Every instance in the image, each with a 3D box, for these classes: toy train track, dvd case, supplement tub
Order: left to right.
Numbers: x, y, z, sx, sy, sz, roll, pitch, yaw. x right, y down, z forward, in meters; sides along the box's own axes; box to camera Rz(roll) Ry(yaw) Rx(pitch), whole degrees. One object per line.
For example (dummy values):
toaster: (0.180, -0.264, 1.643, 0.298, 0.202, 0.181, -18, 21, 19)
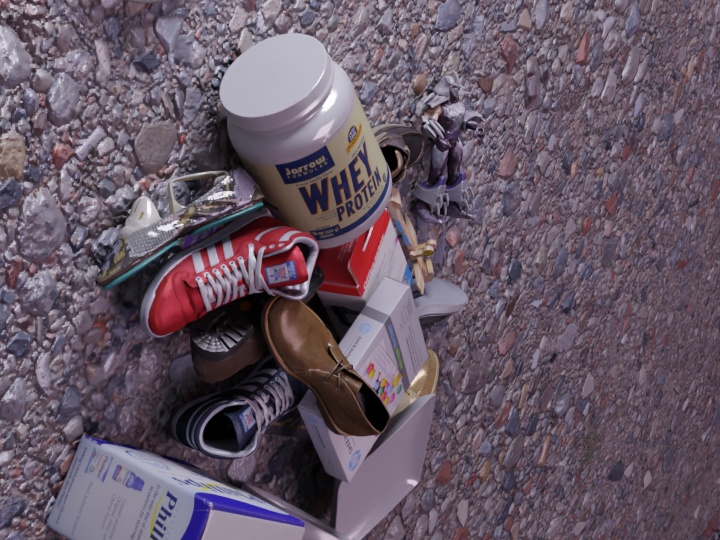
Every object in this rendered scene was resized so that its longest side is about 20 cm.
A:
supplement tub: (-0.059, -0.138, 1.331, 0.146, 0.144, 0.201, -53, 141, -23)
dvd case: (-0.068, 0.136, 1.538, 0.151, 0.016, 0.200, -69, 159, -2)
toy train track: (0.072, -0.047, 1.601, 0.201, 0.032, 0.116, 59, 18, -55)

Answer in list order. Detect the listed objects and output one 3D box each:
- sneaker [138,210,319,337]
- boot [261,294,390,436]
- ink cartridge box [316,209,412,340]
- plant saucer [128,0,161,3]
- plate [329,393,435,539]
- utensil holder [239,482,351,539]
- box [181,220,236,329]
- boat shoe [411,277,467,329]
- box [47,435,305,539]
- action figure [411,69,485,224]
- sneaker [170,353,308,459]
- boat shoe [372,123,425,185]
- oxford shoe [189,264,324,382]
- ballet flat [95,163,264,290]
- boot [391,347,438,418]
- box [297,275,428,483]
sneaker: (-0.128, 0.011, 1.268, 0.200, 0.111, 0.072, -41, 134, -33)
boot: (-0.032, 0.102, 1.330, 0.074, 0.075, 0.201, -49, 120, -26)
ink cartridge box: (0.000, 0.000, 1.519, 0.201, 0.066, 0.117, 66, 37, -53)
plant saucer: (-0.181, -0.347, 1.140, 0.199, 0.050, 0.203, -30, 129, -44)
plate: (0.020, 0.275, 1.645, 0.199, 0.032, 0.201, -38, 150, -35)
utensil holder: (-0.115, 0.389, 1.501, 0.170, 0.168, 0.202, 38, 78, -55)
box: (-0.132, 0.010, 1.397, 0.199, 0.039, 0.139, 19, 90, -57)
boat shoe: (0.075, 0.054, 1.703, 0.199, 0.069, 0.057, -10, 134, -51)
box: (-0.191, 0.268, 1.299, 0.183, 0.198, 0.106, 29, 82, -56)
action figure: (0.119, -0.168, 1.645, 0.129, 0.069, 0.203, -19, 118, -44)
sneaker: (-0.111, 0.149, 1.380, 0.198, 0.108, 0.071, -27, 101, -18)
boat shoe: (0.025, -0.130, 1.521, 0.199, 0.073, 0.076, -27, 127, -46)
oxford shoe: (-0.116, 0.052, 1.358, 0.199, 0.072, 0.085, -37, 150, -37)
ballet flat: (-0.194, -0.053, 1.255, 0.199, 0.072, 0.073, -30, 132, -23)
boot: (0.029, 0.171, 1.673, 0.201, 0.072, 0.156, -56, 151, -11)
box: (0.007, 0.131, 1.481, 0.201, 0.041, 0.157, -54, 149, -26)
